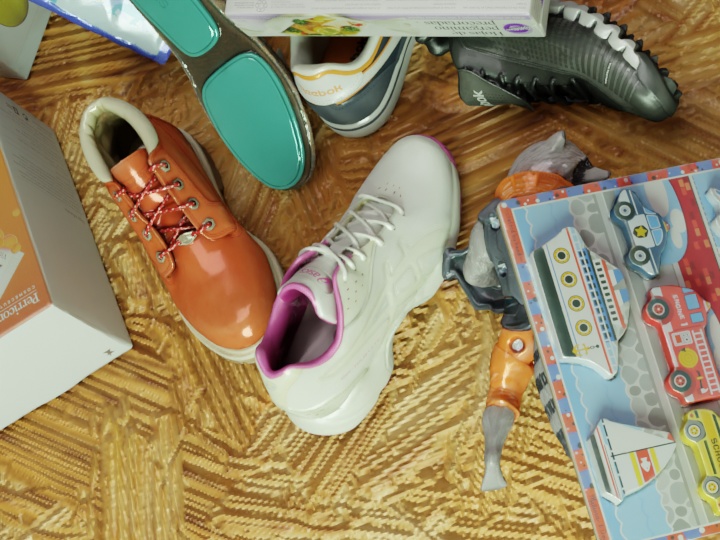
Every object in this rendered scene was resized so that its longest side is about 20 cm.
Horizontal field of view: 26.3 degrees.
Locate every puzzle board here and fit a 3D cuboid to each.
[{"bbox_3d":[0.171,0.039,0.815,0.151,0.017,0.200,-11,71,-11],"label":"puzzle board"}]

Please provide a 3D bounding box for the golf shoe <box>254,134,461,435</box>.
[{"bbox_3d":[0.000,0.000,0.934,0.075,0.092,0.200,16,76,31],"label":"golf shoe"}]

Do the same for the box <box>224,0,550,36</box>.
[{"bbox_3d":[0.015,-0.166,0.935,0.200,0.039,0.041,3,78,22],"label":"box"}]

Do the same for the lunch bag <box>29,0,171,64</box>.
[{"bbox_3d":[-0.172,-0.264,1.064,0.127,0.170,0.200,-17,50,67],"label":"lunch bag"}]

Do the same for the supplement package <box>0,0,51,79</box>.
[{"bbox_3d":[-0.335,-0.255,1.131,0.151,0.200,0.152,9,75,28],"label":"supplement package"}]

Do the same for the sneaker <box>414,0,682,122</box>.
[{"bbox_3d":[0.108,-0.128,0.950,0.200,0.066,0.091,40,93,36],"label":"sneaker"}]

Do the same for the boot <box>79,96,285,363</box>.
[{"bbox_3d":[-0.119,-0.028,0.994,0.075,0.107,0.200,-37,60,6],"label":"boot"}]

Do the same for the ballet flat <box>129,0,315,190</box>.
[{"bbox_3d":[-0.085,-0.147,1.020,0.068,0.200,0.067,-25,16,27],"label":"ballet flat"}]

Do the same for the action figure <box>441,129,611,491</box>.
[{"bbox_3d":[0.133,0.011,0.862,0.200,0.105,0.194,-16,73,21],"label":"action figure"}]

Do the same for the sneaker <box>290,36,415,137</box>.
[{"bbox_3d":[0.006,-0.194,1.016,0.078,0.079,0.200,3,70,27],"label":"sneaker"}]

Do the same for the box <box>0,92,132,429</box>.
[{"bbox_3d":[-0.259,-0.010,1.058,0.124,0.097,0.200,-32,60,11],"label":"box"}]
